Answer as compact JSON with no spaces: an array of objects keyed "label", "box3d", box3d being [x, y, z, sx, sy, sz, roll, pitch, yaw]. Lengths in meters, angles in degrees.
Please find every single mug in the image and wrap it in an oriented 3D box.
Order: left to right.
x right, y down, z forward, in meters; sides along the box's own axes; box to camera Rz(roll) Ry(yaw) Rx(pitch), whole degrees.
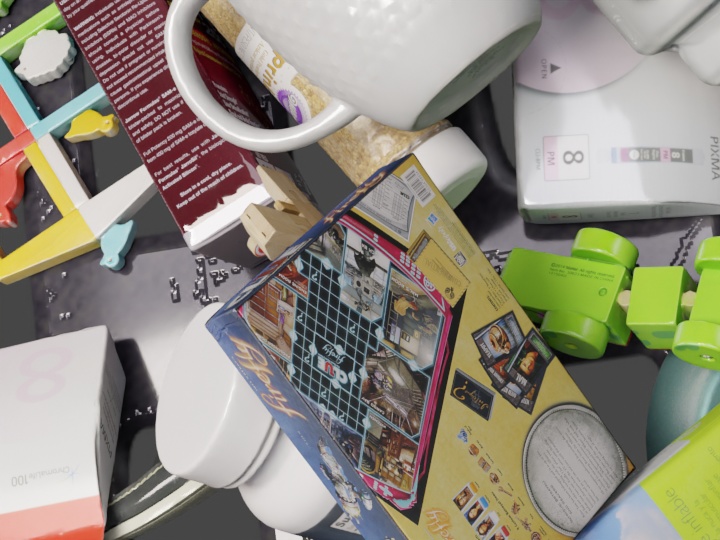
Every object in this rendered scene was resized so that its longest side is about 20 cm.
[{"label":"mug","box3d":[-0.014,-0.149,0.879,0.200,0.148,0.175,-41,82,10]}]

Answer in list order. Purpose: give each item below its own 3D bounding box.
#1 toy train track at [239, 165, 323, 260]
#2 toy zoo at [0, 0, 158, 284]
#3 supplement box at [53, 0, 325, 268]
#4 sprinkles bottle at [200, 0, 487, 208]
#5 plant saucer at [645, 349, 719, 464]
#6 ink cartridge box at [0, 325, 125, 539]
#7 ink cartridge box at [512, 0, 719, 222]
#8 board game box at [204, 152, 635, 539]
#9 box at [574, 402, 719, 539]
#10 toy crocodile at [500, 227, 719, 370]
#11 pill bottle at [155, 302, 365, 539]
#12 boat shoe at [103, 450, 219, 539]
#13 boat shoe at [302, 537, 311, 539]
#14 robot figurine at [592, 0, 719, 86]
[{"label":"toy train track","box3d":[0.000,0.000,0.920,0.033,0.200,0.115,-52,57,17]},{"label":"toy zoo","box3d":[-0.201,-0.084,1.046,0.131,0.020,0.200,-33,77,2]},{"label":"supplement box","box3d":[-0.104,-0.104,0.989,0.061,0.109,0.200,-33,78,9]},{"label":"sprinkles bottle","box3d":[-0.016,-0.111,0.966,0.068,0.068,0.200,-41,78,0]},{"label":"plant saucer","box3d":[0.260,0.094,0.942,0.199,0.036,0.201,-1,81,8]},{"label":"ink cartridge box","box3d":[-0.218,0.120,0.941,0.162,0.200,0.057,-12,120,6]},{"label":"ink cartridge box","box3d":[0.188,-0.115,0.974,0.199,0.057,0.163,-4,80,12]},{"label":"board game box","box3d":[0.033,0.062,0.825,0.135,0.035,0.200,-42,101,-33]},{"label":"box","box3d":[0.170,0.161,0.874,0.200,0.048,0.122,-36,85,-13]},{"label":"toy crocodile","box3d":[0.164,0.021,0.942,0.200,0.062,0.068,6,67,32]},{"label":"pill bottle","box3d":[0.000,0.086,0.892,0.200,0.120,0.120,19,82,-27]},{"label":"boat shoe","box3d":[-0.076,0.082,0.974,0.200,0.072,0.068,-40,83,-8]},{"label":"boat shoe","box3d":[0.017,0.196,0.944,0.072,0.066,0.201,-23,78,4]},{"label":"robot figurine","box3d":[0.155,-0.196,0.906,0.200,0.170,0.113,51,127,3]}]
